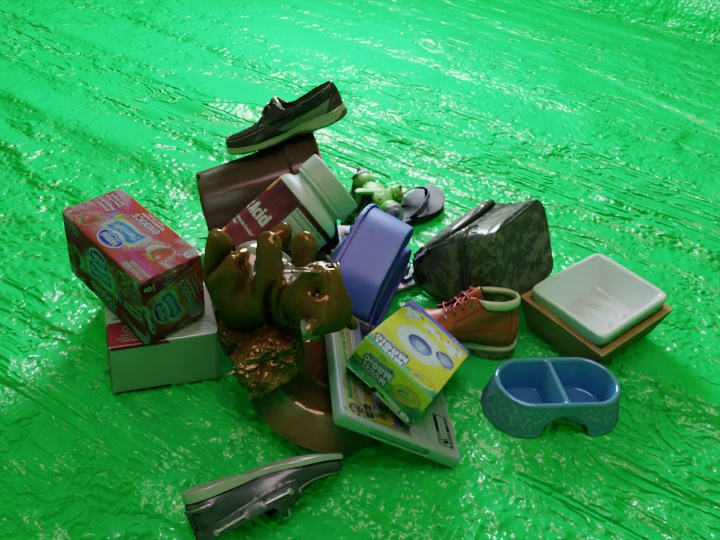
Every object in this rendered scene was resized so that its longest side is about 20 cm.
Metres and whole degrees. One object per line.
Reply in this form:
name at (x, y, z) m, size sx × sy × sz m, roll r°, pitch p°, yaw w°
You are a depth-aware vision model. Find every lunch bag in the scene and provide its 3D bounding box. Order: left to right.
lunch bag at (0.194, -0.027, 1.243) m, size 0.165 × 0.142 × 0.199 m, roll -2°, pitch 22°, yaw 41°

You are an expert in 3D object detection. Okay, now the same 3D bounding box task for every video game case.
video game case at (0.036, 0.147, 1.002) m, size 0.180 × 0.022 × 0.202 m, roll 25°, pitch 30°, yaw -24°

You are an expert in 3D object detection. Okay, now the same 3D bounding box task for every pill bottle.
pill bottle at (-0.108, -0.062, 1.093) m, size 0.199 × 0.114 × 0.114 m, roll -42°, pitch 47°, yaw -1°

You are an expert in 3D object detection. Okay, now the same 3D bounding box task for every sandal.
sandal at (0.094, -0.117, 1.423) m, size 0.075 × 0.044 × 0.199 m, roll 28°, pitch 40°, yaw 26°

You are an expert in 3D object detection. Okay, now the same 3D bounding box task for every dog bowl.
dog bowl at (0.265, 0.168, 1.056) m, size 0.195 × 0.050 × 0.112 m, roll 1°, pitch 36°, yaw -11°

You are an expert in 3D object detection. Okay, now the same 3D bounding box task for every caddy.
caddy at (0.000, 0.000, 1.137) m, size 0.103 × 0.142 × 0.202 m, roll 23°, pitch 65°, yaw 12°

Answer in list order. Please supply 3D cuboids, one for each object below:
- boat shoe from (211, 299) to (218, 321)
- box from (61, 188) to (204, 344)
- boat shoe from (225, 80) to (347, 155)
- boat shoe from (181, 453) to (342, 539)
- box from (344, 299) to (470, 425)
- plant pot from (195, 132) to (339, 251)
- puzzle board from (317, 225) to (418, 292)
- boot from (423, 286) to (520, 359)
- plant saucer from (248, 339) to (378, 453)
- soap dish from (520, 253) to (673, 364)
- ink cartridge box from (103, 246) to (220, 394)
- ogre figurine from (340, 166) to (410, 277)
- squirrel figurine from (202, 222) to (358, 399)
boat shoe at (-0.188, 0.050, 1.111) m, size 0.065 × 0.072 × 0.200 m, roll -41°, pitch 45°, yaw 0°
box at (-0.297, -0.010, 1.006) m, size 0.095 × 0.101 × 0.199 m, roll -27°, pitch 48°, yaw -37°
boat shoe at (-0.120, -0.236, 1.183) m, size 0.197 × 0.067 × 0.072 m, roll -18°, pitch 24°, yaw 7°
boat shoe at (-0.104, 0.253, 0.876) m, size 0.197 × 0.072 × 0.063 m, roll -9°, pitch 81°, yaw -33°
box at (0.063, 0.116, 1.008) m, size 0.117 × 0.049 × 0.200 m, roll 42°, pitch 29°, yaw 8°
plant pot at (-0.151, -0.103, 1.233) m, size 0.194 × 0.203 × 0.202 m, roll -16°, pitch 39°, yaw -7°
puzzle board at (-0.007, -0.018, 1.291) m, size 0.149 × 0.018 × 0.200 m, roll -18°, pitch 42°, yaw -31°
boot at (0.138, 0.064, 1.129) m, size 0.195 × 0.109 × 0.076 m, roll 3°, pitch 37°, yaw -4°
plant saucer at (-0.046, 0.149, 1.005) m, size 0.196 × 0.036 × 0.202 m, roll 14°, pitch 31°, yaw -8°
soap dish at (0.362, 0.064, 1.192) m, size 0.198 × 0.083 × 0.157 m, roll -22°, pitch 45°, yaw -35°
ink cartridge box at (-0.280, 0.061, 1.069) m, size 0.144 × 0.084 × 0.201 m, roll -7°, pitch 38°, yaw -18°
ogre figurine at (0.024, -0.083, 1.268) m, size 0.096 × 0.122 × 0.202 m, roll -1°, pitch 37°, yaw -10°
squirrel figurine at (-0.093, 0.052, 0.944) m, size 0.184 × 0.204 × 0.140 m, roll 22°, pitch 12°, yaw 33°
